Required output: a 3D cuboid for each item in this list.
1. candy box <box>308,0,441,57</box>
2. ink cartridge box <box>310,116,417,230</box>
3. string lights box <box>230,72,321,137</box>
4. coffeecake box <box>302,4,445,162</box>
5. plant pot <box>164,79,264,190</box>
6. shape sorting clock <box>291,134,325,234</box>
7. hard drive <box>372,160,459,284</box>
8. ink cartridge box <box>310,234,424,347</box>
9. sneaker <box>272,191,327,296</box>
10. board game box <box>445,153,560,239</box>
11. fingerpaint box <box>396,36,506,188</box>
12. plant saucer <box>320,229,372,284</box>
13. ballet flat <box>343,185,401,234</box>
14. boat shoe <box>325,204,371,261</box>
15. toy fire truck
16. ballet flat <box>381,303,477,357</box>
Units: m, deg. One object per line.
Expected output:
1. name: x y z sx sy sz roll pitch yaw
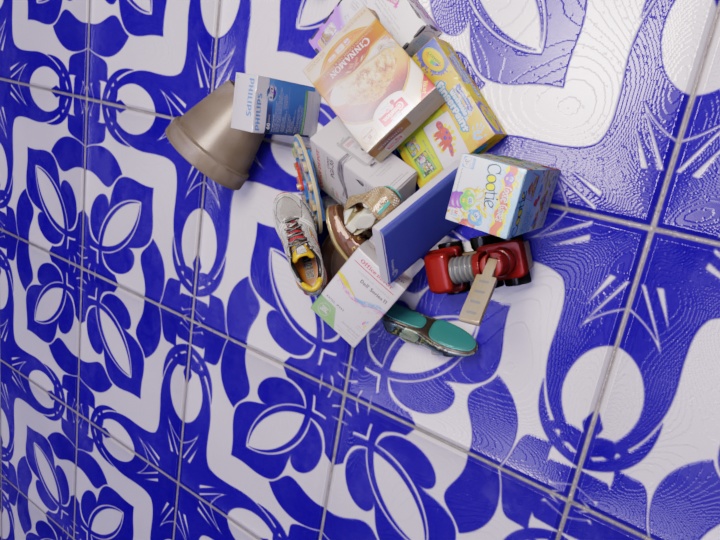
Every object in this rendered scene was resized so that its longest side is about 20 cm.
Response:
1. candy box: 0.023 -0.436 1.056 0.200 0.071 0.169 -40 76 32
2. ink cartridge box: 0.004 -0.172 1.067 0.200 0.083 0.147 40 159 21
3. string lights box: -0.160 -0.321 1.117 0.059 0.199 0.104 18 107 29
4. coffeecake box: 0.021 -0.315 0.967 0.153 0.073 0.201 -41 74 15
5. plant pot: -0.289 -0.304 1.226 0.174 0.200 0.200 -47 73 13
6. shape sorting clock: -0.109 -0.171 1.138 0.039 0.200 0.202 -14 91 -6
7. hard drive: 0.106 -0.081 0.964 0.025 0.200 0.133 36 155 33
8. ink cartridge box: 0.013 0.028 1.042 0.117 0.067 0.200 41 114 4
9. sneaker: -0.107 -0.050 1.046 0.077 0.082 0.202 -21 92 -4
10. board game box: 0.230 -0.123 0.899 0.102 0.199 0.106 22 109 27
11. fingerpaint box: 0.135 -0.274 1.011 0.166 0.073 0.201 -36 80 33
12. plant saucer: 0.000 0.000 1.169 0.199 0.034 0.203 7 103 32
13. ballet flat: 0.003 -0.098 0.987 0.070 0.065 0.200 43 162 -9
14. boat shoe: 0.000 -0.043 1.105 0.067 0.072 0.201 -27 90 26
15. toy fire truck: 0.183 0.013 0.953 0.175 0.199 0.130 -10 93 33
16. ballet flat: 0.131 0.125 1.094 0.199 0.074 0.075 25 111 24
